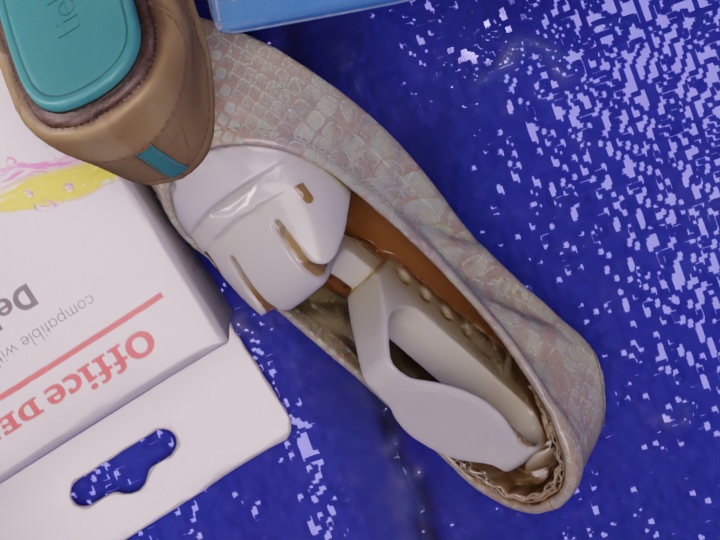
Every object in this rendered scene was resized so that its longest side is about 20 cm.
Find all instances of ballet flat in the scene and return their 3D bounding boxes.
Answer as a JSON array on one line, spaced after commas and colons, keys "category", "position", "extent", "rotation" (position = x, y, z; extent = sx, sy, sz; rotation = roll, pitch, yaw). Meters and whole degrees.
[{"category": "ballet flat", "position": [0.000, 0.000, 0.817], "extent": [0.200, 0.062, 0.067], "rotation": [38, 125, -18]}, {"category": "ballet flat", "position": [-0.088, -0.107, 0.788], "extent": [0.069, 0.063, 0.200], "rotation": [-25, 59, 15]}]

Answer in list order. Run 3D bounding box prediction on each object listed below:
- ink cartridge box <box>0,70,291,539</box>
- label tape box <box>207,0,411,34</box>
[{"category": "ink cartridge box", "position": [-0.117, -0.001, 0.837], "extent": [0.117, 0.067, 0.200], "rotation": [-33, 96, 1]}, {"category": "label tape box", "position": [0.013, -0.178, 0.768], "extent": [0.143, 0.066, 0.200], "rotation": [-9, 99, 10]}]
